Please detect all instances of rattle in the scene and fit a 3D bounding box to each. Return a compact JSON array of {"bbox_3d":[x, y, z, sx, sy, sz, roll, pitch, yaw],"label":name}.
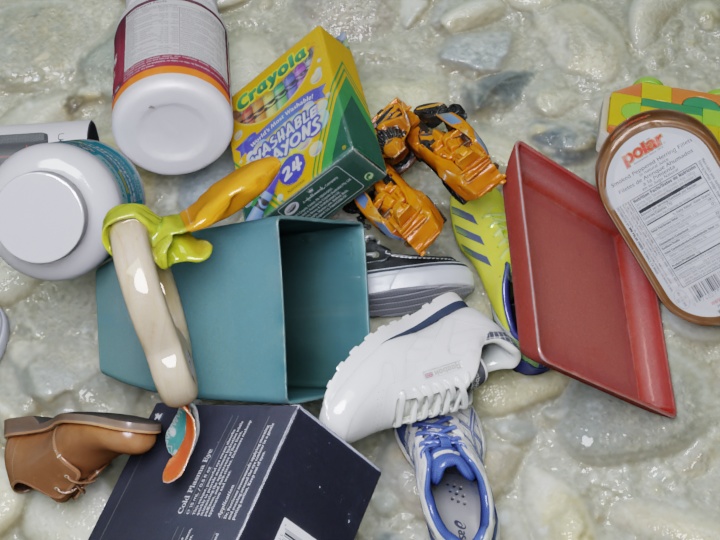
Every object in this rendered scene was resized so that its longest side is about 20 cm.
[{"bbox_3d":[-0.105,0.037,0.969,0.142,0.130,0.201,-16,80,-18],"label":"rattle"}]

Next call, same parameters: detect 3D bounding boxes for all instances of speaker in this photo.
[{"bbox_3d":[-0.341,-0.094,1.220,0.199,0.081,0.082,-3,63,-1],"label":"speaker"}]

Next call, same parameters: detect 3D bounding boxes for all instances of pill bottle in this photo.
[{"bbox_3d":[-0.244,-0.051,1.085,0.110,0.200,0.111,0,97,-2],"label":"pill bottle"},{"bbox_3d":[-0.176,-0.192,1.228,0.109,0.110,0.200,-7,45,-2],"label":"pill bottle"}]

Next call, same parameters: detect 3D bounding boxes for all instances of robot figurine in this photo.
[{"bbox_3d":[0.046,-0.093,1.164,0.145,0.058,0.200,-42,31,1],"label":"robot figurine"}]

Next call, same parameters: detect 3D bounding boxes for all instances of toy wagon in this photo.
[{"bbox_3d":[0.318,-0.119,1.205,0.199,0.040,0.155,10,40,7],"label":"toy wagon"}]

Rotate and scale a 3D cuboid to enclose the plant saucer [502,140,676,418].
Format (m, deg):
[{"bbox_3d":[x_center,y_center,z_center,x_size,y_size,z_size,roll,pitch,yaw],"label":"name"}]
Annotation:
[{"bbox_3d":[0.188,0.015,1.115,0.037,0.199,0.201,-24,56,37],"label":"plant saucer"}]

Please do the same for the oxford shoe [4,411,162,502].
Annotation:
[{"bbox_3d":[-0.223,0.149,1.055,0.071,0.200,0.072,13,71,-38],"label":"oxford shoe"}]

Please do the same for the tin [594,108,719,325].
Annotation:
[{"bbox_3d":[0.282,-0.044,1.136,0.112,0.042,0.200,-31,100,13],"label":"tin"}]

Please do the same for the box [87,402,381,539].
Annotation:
[{"bbox_3d":[-0.111,0.210,0.993,0.182,0.104,0.200,-4,53,47],"label":"box"}]

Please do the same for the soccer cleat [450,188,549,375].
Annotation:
[{"bbox_3d":[0.132,-0.006,1.156,0.064,0.084,0.201,-13,64,-10],"label":"soccer cleat"}]

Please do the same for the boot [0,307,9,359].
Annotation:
[{"bbox_3d":[-0.385,0.089,1.116,0.073,0.096,0.200,32,68,17],"label":"boot"}]

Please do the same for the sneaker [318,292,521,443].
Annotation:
[{"bbox_3d":[0.047,0.086,1.054,0.080,0.077,0.200,37,48,23],"label":"sneaker"}]

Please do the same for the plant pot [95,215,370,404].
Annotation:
[{"bbox_3d":[-0.112,0.035,1.086,0.199,0.141,0.142,-4,88,28],"label":"plant pot"}]

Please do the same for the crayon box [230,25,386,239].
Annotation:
[{"bbox_3d":[-0.056,-0.131,1.188,0.126,0.052,0.200,-36,44,23],"label":"crayon box"}]

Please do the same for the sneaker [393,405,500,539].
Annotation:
[{"bbox_3d":[0.074,0.152,1.077,0.075,0.088,0.201,-16,62,-5],"label":"sneaker"}]

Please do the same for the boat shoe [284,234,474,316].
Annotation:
[{"bbox_3d":[0.000,0.000,1.165,0.199,0.072,0.071,-4,67,2],"label":"boat shoe"}]
